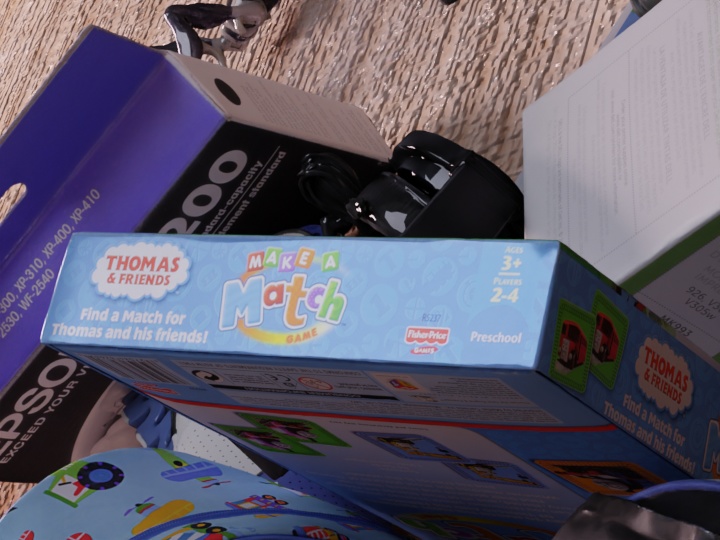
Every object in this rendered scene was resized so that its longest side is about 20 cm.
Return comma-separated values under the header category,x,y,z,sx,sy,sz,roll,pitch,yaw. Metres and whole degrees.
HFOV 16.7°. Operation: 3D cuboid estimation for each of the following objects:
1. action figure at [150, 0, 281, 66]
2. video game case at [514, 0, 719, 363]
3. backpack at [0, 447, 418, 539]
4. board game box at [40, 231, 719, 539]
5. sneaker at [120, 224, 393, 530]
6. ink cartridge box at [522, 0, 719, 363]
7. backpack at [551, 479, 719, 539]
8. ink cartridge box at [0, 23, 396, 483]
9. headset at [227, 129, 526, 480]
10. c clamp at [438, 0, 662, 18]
category,x,y,z,sx,sy,sz,roll,pitch,yaw
action figure,-0.078,-0.148,1.192,0.119,0.102,0.201,-37,35,56
video game case,0.116,-0.027,0.837,0.183,0.022,0.200,-58,27,4
backpack,-0.025,0.149,0.708,0.134,0.200,0.183,2,64,59
board game box,0.034,0.041,0.669,0.151,0.200,0.037,2,70,35
sneaker,-0.026,0.045,0.938,0.115,0.080,0.199,-58,26,7
ink cartridge box,0.134,-0.051,0.736,0.200,0.059,0.104,-39,34,37
backpack,0.100,0.141,0.563,0.200,0.154,0.190,-54,36,-3
ink cartridge box,-0.099,0.004,0.987,0.198,0.200,0.043,-50,62,16
headset,0.000,0.000,0.844,0.124,0.094,0.200,-48,-1,13
c clamp,0.111,-0.119,0.754,0.171,0.200,0.027,-34,77,9
